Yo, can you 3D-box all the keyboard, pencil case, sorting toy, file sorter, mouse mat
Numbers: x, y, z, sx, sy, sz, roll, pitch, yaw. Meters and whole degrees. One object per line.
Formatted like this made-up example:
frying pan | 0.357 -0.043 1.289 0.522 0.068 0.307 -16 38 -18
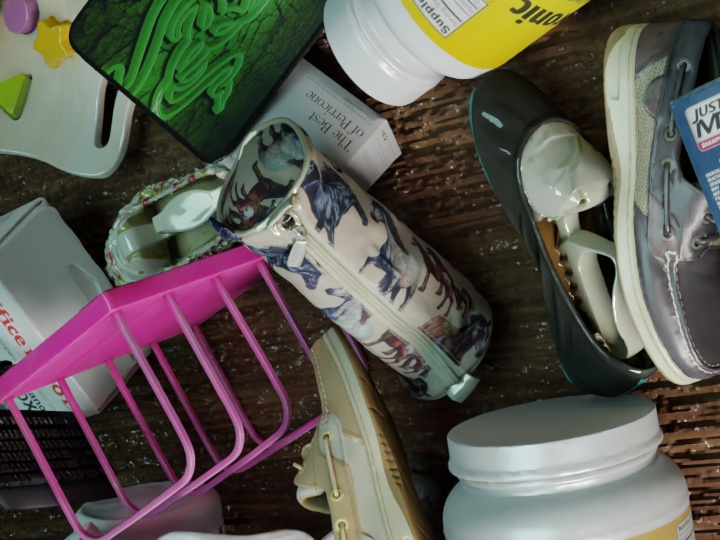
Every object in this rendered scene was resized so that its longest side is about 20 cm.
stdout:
keyboard | -0.226 0.103 1.042 0.021 0.200 0.127 -42 78 5
pencil case | 0.000 0.000 0.941 0.077 0.200 0.090 -34 36 22
sorting toy | -0.230 -0.161 1.142 0.179 0.107 0.202 34 118 19
file sorter | -0.109 0.075 1.030 0.139 0.199 0.126 -35 81 37
mouse mat | -0.086 -0.187 1.017 0.161 0.008 0.201 39 94 25

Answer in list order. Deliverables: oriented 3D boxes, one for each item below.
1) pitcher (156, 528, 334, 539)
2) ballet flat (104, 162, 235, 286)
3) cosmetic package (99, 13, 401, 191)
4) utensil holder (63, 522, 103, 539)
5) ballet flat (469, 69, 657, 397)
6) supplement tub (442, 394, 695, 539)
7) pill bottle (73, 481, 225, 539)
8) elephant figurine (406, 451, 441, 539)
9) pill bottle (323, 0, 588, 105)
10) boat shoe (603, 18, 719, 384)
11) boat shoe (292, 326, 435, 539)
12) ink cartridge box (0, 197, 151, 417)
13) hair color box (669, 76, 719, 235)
pitcher | -0.034 0.244 0.932 0.122 0.169 0.201 78 177 -49
ballet flat | -0.132 -0.034 1.108 0.199 0.064 0.076 -30 82 39
cosmetic package | -0.074 -0.112 1.030 0.199 0.051 0.083 38 82 25
utensil holder | -0.168 0.295 1.016 0.200 0.170 0.170 47 126 -4
ballet flat | 0.126 -0.024 0.899 0.068 0.068 0.202 -7 109 60
supplement tub | 0.125 0.183 0.904 0.143 0.144 0.203 -6 96 38
pill bottle | -0.144 0.265 1.152 0.111 0.112 0.203 -2 98 38
elephant figurine | 0.011 0.253 1.035 0.202 0.154 0.142 63 162 21
pill bottle | 0.072 -0.179 0.888 0.199 0.111 0.112 -33 80 38
boat shoe | 0.180 -0.039 0.861 0.064 0.071 0.203 -8 89 43
boat shoe | -0.007 0.125 0.944 0.069 0.074 0.202 -25 53 7
ink cartridge box | -0.279 0.050 1.198 0.199 0.085 0.146 -20 113 38
hair color box | 0.238 -0.009 0.802 0.060 0.099 0.202 -23 85 40
